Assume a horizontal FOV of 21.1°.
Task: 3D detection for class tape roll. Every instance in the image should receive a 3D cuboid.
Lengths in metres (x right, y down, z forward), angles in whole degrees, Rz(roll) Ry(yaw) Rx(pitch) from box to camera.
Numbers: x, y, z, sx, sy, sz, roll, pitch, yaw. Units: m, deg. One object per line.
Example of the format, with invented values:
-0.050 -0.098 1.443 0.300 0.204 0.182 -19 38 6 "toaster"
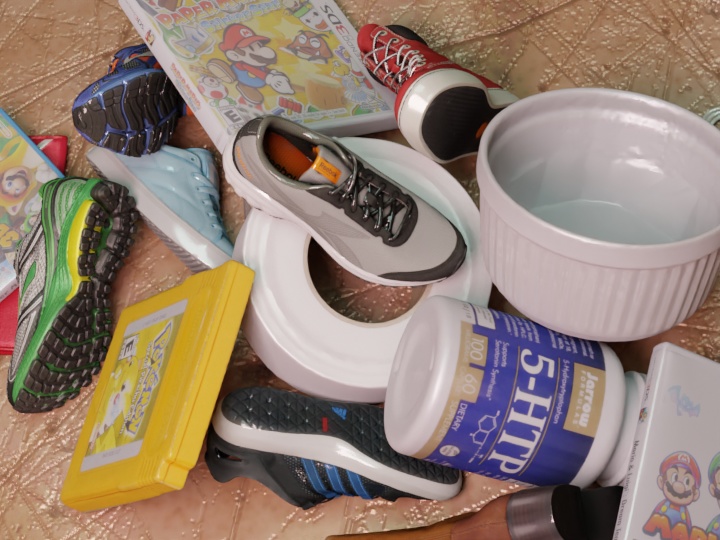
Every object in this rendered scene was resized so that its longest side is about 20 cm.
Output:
0.000 0.000 1.514 0.201 0.071 0.204 3 75 -11 "tape roll"

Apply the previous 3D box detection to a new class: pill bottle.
0.129 0.100 1.427 0.199 0.120 0.120 15 66 -15 "pill bottle"

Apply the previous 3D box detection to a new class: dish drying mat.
-0.297 -0.024 1.647 0.076 0.018 0.201 1 66 10 "dish drying mat"

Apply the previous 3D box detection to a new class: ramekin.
0.180 -0.038 1.427 0.199 0.105 0.201 4 39 -3 "ramekin"

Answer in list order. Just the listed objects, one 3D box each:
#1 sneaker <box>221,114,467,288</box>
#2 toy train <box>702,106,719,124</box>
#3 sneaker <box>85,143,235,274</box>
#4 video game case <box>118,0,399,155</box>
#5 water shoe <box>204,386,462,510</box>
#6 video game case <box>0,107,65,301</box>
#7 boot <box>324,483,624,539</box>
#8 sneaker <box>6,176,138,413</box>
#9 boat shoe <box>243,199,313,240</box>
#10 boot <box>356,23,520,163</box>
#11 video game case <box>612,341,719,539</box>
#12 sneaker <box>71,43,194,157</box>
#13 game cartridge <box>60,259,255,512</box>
-0.010 -0.051 1.447 0.199 0.079 0.074 28 70 -5 "sneaker"
0.235 -0.060 1.546 0.199 0.056 0.151 -27 64 -2 "toy train"
-0.142 -0.061 1.606 0.082 0.074 0.200 -44 67 -7 "sneaker"
-0.076 -0.177 1.610 0.199 0.023 0.182 -13 57 -39 "video game case"
-0.021 0.146 1.498 0.199 0.079 0.072 17 37 -6 "water shoe"
-0.339 -0.028 1.638 0.200 0.018 0.143 -42 66 -8 "video game case"
0.099 0.210 1.422 0.199 0.188 0.069 -18 73 32 "boot"
-0.247 0.020 1.581 0.085 0.078 0.201 15 86 35 "sneaker"
-0.056 -0.062 1.591 0.071 0.076 0.201 -6 67 5 "boat shoe"
0.037 -0.153 1.548 0.144 0.200 0.073 36 103 17 "boot"
0.282 0.169 1.396 0.199 0.024 0.183 22 68 -16 "video game case"
-0.185 -0.148 1.612 0.078 0.200 0.076 15 113 21 "sneaker"
-0.158 0.092 1.486 0.032 0.200 0.177 25 67 -22 "game cartridge"
